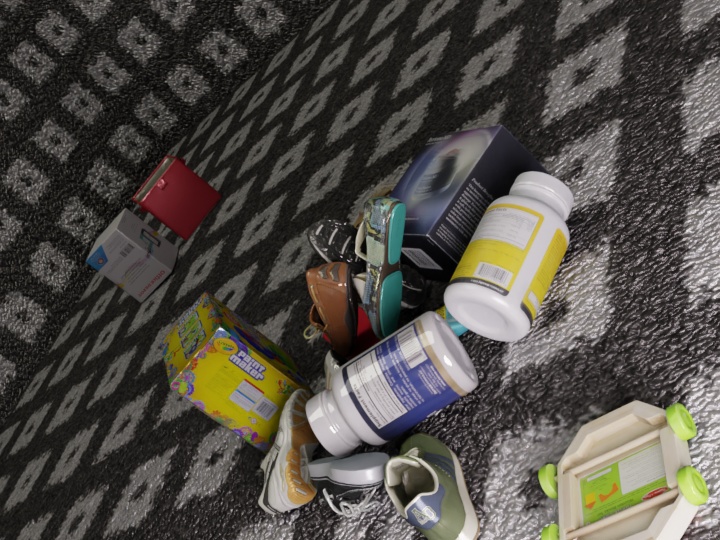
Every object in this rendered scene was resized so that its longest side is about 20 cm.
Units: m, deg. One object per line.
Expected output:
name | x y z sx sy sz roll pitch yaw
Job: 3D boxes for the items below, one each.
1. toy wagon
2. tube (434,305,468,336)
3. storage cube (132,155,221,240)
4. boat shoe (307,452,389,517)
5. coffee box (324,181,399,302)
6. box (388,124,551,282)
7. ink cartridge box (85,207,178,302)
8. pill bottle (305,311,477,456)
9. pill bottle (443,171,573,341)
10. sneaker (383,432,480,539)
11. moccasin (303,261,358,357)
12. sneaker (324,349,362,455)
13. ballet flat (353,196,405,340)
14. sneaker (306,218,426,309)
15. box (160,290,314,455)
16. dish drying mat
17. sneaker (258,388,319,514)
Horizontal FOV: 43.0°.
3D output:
toy wagon | 0.230 0.207 0.802 0.155 0.040 0.200 -36 27 32
tube | 0.083 0.096 1.248 0.200 0.050 0.078 -35 32 23
storage cube | -0.551 -0.221 2.744 0.200 0.180 0.171 -52 22 -7
boat shoe | -0.013 0.262 1.106 0.199 0.073 0.068 -26 76 62
coffee box | 0.030 -0.047 1.515 0.200 0.080 0.113 -56 24 -15
box | 0.137 -0.096 1.341 0.199 0.123 0.200 -55 24 -14
ink cartridge box | -0.652 -0.043 2.628 0.147 0.200 0.146 -42 22 18
pill bottle | 0.035 0.146 1.129 0.200 0.111 0.111 -33 26 14
pill bottle | 0.191 -0.021 1.133 0.112 0.112 0.200 -11 43 57
sneaker | 0.065 0.225 1.013 0.067 0.090 0.200 -47 22 9
moccasin | -0.044 0.062 1.327 0.077 0.202 0.074 0 59 6
sneaker | -0.033 0.185 1.287 0.092 0.076 0.200 -51 21 10
ballet flat | 0.023 -0.005 1.268 0.074 0.074 0.201 -144 58 -68
sneaker | 0.000 0.000 1.350 0.079 0.200 0.074 -33 26 55
box | -0.201 0.161 1.467 0.122 0.200 0.193 -49 23 1
dish drying mat | -0.002 0.100 1.431 0.077 0.018 0.200 -53 22 -5
sneaker | -0.107 0.256 1.306 0.088 0.076 0.200 -37 25 29
